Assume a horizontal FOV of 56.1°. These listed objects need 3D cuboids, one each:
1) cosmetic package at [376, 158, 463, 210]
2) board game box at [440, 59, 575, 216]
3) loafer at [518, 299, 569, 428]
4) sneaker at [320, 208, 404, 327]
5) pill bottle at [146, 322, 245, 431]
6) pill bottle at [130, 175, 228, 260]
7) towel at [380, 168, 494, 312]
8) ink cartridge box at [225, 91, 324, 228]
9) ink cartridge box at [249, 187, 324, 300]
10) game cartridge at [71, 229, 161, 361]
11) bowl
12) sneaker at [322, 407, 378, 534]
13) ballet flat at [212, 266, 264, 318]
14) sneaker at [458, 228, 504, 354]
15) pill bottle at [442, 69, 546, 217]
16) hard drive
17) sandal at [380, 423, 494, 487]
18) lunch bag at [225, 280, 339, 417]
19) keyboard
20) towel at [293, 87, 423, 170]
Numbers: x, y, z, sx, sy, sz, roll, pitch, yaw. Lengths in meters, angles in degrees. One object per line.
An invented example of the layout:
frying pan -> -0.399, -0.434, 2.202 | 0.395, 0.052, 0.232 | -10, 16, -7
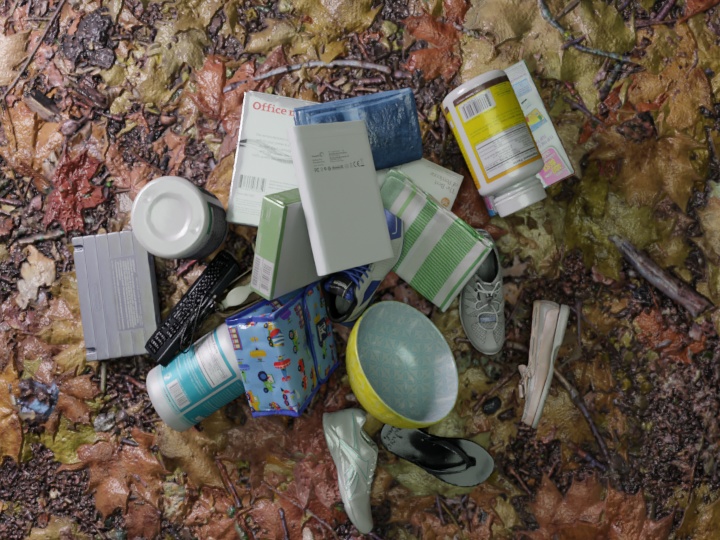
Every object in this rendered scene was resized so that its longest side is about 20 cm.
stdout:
cosmetic package -> 0.062, -0.152, 1.100 | 0.196, 0.051, 0.084 | 23, 91, 0
board game box -> 0.239, -0.214, 1.104 | 0.150, 0.040, 0.204 | -25, 90, 0
loafer -> 0.286, 0.149, 1.099 | 0.061, 0.072, 0.205 | 16, 84, 16
sneaker -> 0.000, 0.001, 1.030 | 0.079, 0.115, 0.204 | 25, 99, 14
pill bottle -> -0.230, 0.158, 1.072 | 0.197, 0.111, 0.112 | -32, 90, 0
pill bottle -> -0.264, -0.074, 1.026 | 0.110, 0.200, 0.117 | 0, 90, 0
towel -> 0.093, -0.045, 1.069 | 0.198, 0.023, 0.154 | 38, 123, 6
ink cartridge box -> -0.126, -0.165, 1.082 | 0.141, 0.084, 0.206 | 9, 90, -2
ink cartridge box -> -0.075, -0.052, 1.018 | 0.047, 0.198, 0.149 | 25, 118, 27
game cartridge -> -0.396, 0.040, 1.111 | 0.126, 0.038, 0.206 | -7, 90, -4
bowl -> 0.047, 0.163, 1.061 | 0.201, 0.200, 0.108 | 47, 132, -1
sneaker -> -0.003, 0.322, 1.093 | 0.078, 0.070, 0.206 | -15, 90, -3
ballet flat -> -0.156, 0.018, 1.093 | 0.198, 0.067, 0.069 | -35, 91, 0
sneaker -> 0.194, 0.035, 1.084 | 0.073, 0.082, 0.206 | -9, 90, 0
pill bottle -> 0.209, -0.190, 1.029 | 0.107, 0.109, 0.204 | -23, 91, 0
hard drive -> -0.026, -0.106, 0.961 | 0.130, 0.026, 0.206 | -13, 91, -38
sandal -> 0.124, 0.303, 1.105 | 0.195, 0.043, 0.078 | 18, 90, 0
lunch bag -> -0.098, 0.109, 1.041 | 0.092, 0.199, 0.155 | -6, 105, 29
keyboard -> -0.266, 0.052, 1.063 | 0.202, 0.103, 0.040 | -54, 134, -10
towel -> -0.001, -0.207, 1.033 | 0.195, 0.048, 0.115 | -13, 96, -14
